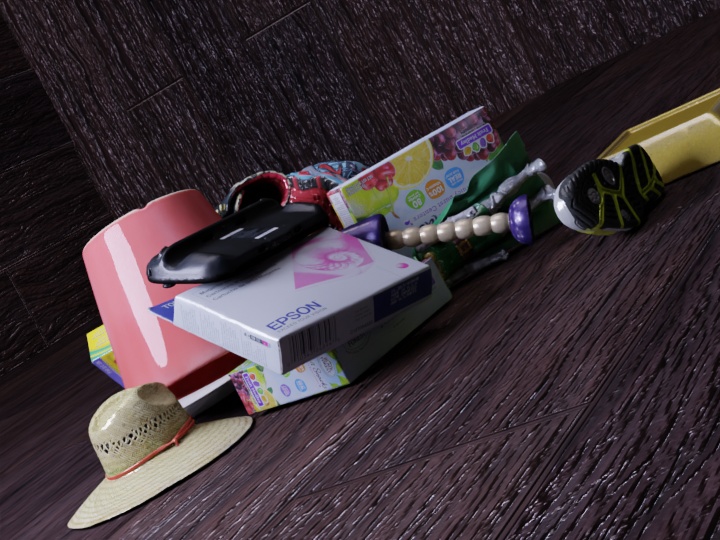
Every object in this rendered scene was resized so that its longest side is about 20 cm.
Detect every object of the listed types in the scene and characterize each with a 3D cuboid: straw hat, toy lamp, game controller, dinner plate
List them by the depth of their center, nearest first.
[{"bbox_3d":[-0.208,0.155,1.280,0.200,0.086,0.201,-28,7,4],"label":"straw hat"},{"bbox_3d":[-0.116,-0.027,1.313,0.104,0.042,0.200,9,25,31],"label":"game controller"},{"bbox_3d":[0.076,-0.038,1.380,0.198,0.059,0.058,-7,11,11],"label":"toy lamp"},{"bbox_3d":[-0.194,0.146,1.554,0.199,0.024,0.200,-28,6,3],"label":"dinner plate"}]

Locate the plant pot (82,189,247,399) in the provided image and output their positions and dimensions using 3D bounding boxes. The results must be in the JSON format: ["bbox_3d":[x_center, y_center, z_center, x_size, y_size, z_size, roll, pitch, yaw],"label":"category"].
[{"bbox_3d":[-0.188,0.026,1.412,0.199,0.178,0.200,-29,-6,-3],"label":"plant pot"}]

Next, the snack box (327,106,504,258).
[{"bbox_3d":[0.083,-0.071,1.490,0.199,0.143,0.053,-31,8,-20],"label":"snack box"}]

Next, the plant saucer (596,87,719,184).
[{"bbox_3d":[0.338,-0.140,1.456,0.199,0.049,0.200,-24,9,31],"label":"plant saucer"}]

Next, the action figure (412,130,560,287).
[{"bbox_3d":[0.123,-0.041,1.436,0.200,0.118,0.055,-38,21,-10],"label":"action figure"}]

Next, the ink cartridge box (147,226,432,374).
[{"bbox_3d":[-0.069,0.016,1.268,0.199,0.044,0.196,21,35,40],"label":"ink cartridge box"}]

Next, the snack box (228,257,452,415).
[{"bbox_3d":[-0.017,0.063,1.334,0.142,0.053,0.200,-23,9,40],"label":"snack box"}]

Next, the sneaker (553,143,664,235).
[{"bbox_3d":[0.226,-0.063,1.283,0.076,0.076,0.200,-32,-7,32],"label":"sneaker"}]

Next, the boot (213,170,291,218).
[{"bbox_3d":[-0.171,-0.038,1.549,0.203,0.074,0.154,-32,-6,-20],"label":"boot"}]

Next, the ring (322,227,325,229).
[{"bbox_3d":[-0.026,-0.003,1.618,0.199,0.019,0.201,-15,44,15],"label":"ring"}]

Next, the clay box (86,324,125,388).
[{"bbox_3d":[-0.201,0.071,1.563,0.199,0.115,0.048,-28,50,12],"label":"clay box"}]

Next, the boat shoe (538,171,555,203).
[{"bbox_3d":[0.141,-0.056,1.590,0.199,0.073,0.071,-20,-6,-26],"label":"boat shoe"}]

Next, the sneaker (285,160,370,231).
[{"bbox_3d":[-0.019,-0.103,1.625,0.095,0.080,0.200,-30,25,-19],"label":"sneaker"}]
